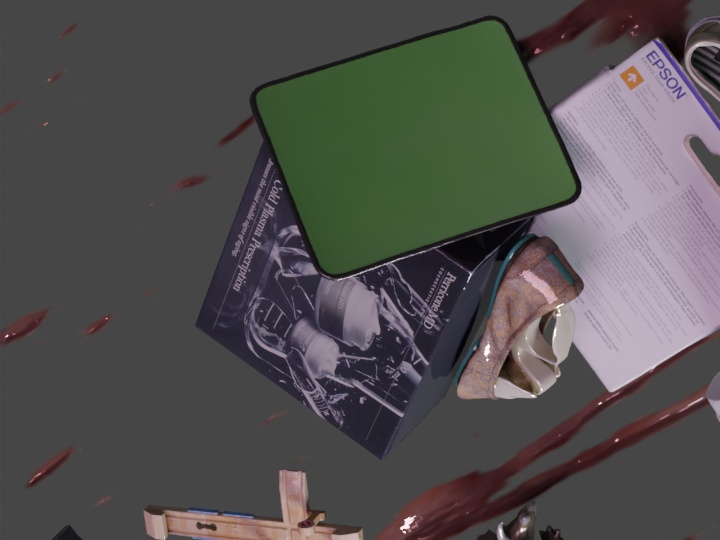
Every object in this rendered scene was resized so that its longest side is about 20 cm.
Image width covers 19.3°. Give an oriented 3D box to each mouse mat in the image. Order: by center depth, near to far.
[{"bbox_3d":[0.038,-0.088,1.478,0.008,0.199,0.162,98,153,-65],"label":"mouse mat"}]

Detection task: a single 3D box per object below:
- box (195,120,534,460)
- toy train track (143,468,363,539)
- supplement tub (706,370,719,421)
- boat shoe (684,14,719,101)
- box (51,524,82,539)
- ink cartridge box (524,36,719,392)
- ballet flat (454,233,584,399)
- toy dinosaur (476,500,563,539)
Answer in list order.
[{"bbox_3d":[0.000,0.000,1.558,0.182,0.104,0.201,34,130,13],"label":"box"},{"bbox_3d":[-0.094,0.221,1.760,0.199,0.033,0.116,3,112,24],"label":"toy train track"},{"bbox_3d":[0.344,0.136,1.465,0.145,0.145,0.201,-30,97,31],"label":"supplement tub"},{"bbox_3d":[0.303,-0.103,1.430,0.199,0.062,0.072,29,120,9],"label":"boat shoe"},{"bbox_3d":[-0.267,0.369,1.846,0.197,0.124,0.200,45,122,-1],"label":"box"},{"bbox_3d":[0.199,-0.041,1.513,0.200,0.041,0.200,-34,94,33],"label":"ink cartridge box"},{"bbox_3d":[0.117,0.053,1.539,0.067,0.068,0.200,40,151,15],"label":"ballet flat"},{"bbox_3d":[0.128,0.264,1.640,0.076,0.102,0.201,-6,108,26],"label":"toy dinosaur"}]
